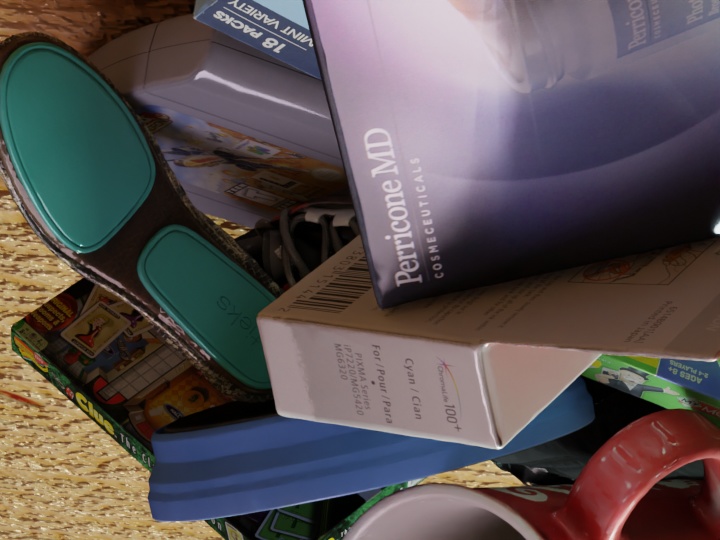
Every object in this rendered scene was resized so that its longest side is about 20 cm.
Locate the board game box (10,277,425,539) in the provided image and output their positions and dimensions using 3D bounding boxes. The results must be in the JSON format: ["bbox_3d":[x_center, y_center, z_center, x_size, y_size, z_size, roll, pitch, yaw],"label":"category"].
[{"bbox_3d":[-0.068,0.062,1.368,0.200,0.105,0.024,38,145,28],"label":"board game box"}]

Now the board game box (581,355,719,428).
[{"bbox_3d":[0.180,0.008,1.204,0.199,0.135,0.029,21,153,-7],"label":"board game box"}]

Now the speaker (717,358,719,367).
[{"bbox_3d":[0.161,-0.019,1.093,0.088,0.201,0.089,-8,131,-9],"label":"speaker"}]

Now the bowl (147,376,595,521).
[{"bbox_3d":[0.002,0.067,1.233,0.199,0.040,0.201,-13,-179,0],"label":"bowl"}]

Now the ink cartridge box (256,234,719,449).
[{"bbox_3d":[0.091,-0.004,0.965,0.175,0.200,0.045,5,119,35],"label":"ink cartridge box"}]

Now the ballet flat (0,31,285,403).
[{"bbox_3d":[-0.102,-0.020,1.209,0.200,0.068,0.075,48,164,-21],"label":"ballet flat"}]

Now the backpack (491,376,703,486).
[{"bbox_3d":[0.147,0.046,1.341,0.167,0.127,0.199,38,145,-28],"label":"backpack"}]

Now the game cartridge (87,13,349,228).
[{"bbox_3d":[-0.060,-0.064,1.252,0.132,0.042,0.200,14,165,-22],"label":"game cartridge"}]

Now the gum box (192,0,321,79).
[{"bbox_3d":[0.060,-0.116,1.042,0.169,0.045,0.200,24,149,-25],"label":"gum box"}]

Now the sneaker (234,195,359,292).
[{"bbox_3d":[0.000,0.000,1.231,0.082,0.078,0.200,7,166,-35],"label":"sneaker"}]

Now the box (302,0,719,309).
[{"bbox_3d":[0.076,-0.113,0.889,0.197,0.124,0.201,-12,130,3],"label":"box"}]

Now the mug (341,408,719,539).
[{"bbox_3d":[0.110,0.145,1.201,0.177,0.134,0.199,-25,165,35],"label":"mug"}]
